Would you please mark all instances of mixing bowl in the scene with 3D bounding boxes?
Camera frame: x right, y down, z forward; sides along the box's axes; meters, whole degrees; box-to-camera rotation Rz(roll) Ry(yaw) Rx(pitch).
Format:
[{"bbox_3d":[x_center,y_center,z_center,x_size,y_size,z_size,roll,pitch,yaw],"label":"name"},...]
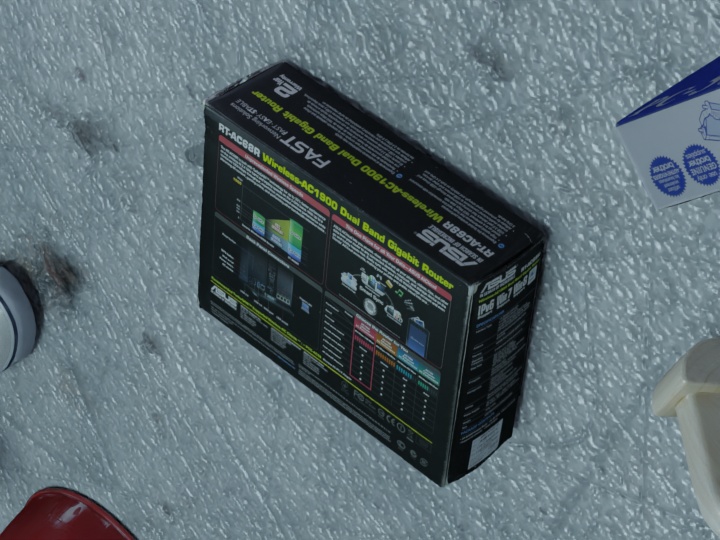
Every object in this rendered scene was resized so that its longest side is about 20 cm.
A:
[{"bbox_3d":[-0.224,0.271,1.667,0.200,0.108,0.200,30,136,34],"label":"mixing bowl"}]

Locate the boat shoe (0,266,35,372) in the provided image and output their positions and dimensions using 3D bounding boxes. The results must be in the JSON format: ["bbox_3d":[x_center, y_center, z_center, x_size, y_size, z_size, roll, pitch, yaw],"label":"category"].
[{"bbox_3d":[-0.302,0.058,1.613,0.075,0.086,0.202,59,145,-2],"label":"boat shoe"}]

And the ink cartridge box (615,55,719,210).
[{"bbox_3d":[0.201,-0.081,0.894,0.200,0.094,0.044,-19,101,55],"label":"ink cartridge box"}]

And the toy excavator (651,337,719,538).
[{"bbox_3d":[0.213,0.144,1.035,0.200,0.194,0.100,27,144,-6],"label":"toy excavator"}]

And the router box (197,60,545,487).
[{"bbox_3d":[0.000,0.000,1.226,0.200,0.062,0.150,35,140,28],"label":"router box"}]
